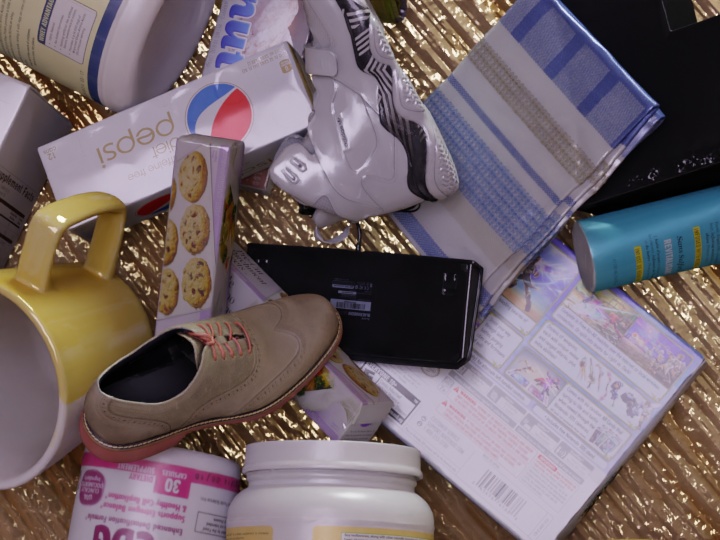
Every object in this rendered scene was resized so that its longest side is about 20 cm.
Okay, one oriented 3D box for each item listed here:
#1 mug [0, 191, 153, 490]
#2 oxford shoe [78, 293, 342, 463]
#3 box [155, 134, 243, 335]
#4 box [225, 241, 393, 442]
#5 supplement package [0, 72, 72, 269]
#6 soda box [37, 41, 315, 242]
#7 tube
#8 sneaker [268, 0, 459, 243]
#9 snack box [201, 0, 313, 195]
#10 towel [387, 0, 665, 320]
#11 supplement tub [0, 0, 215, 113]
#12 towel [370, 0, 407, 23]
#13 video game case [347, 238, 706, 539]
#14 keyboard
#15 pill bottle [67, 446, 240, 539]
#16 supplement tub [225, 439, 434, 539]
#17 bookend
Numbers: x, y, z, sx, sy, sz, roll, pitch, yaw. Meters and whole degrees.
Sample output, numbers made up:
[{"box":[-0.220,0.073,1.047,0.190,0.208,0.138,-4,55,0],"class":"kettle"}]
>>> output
[{"box":[-0.210,0.052,1.632,0.186,0.153,0.150,-36,83,32],"class":"mug"},{"box":[-0.094,0.062,1.565,0.200,0.075,0.071,-29,67,-24],"class":"oxford shoe"},{"box":[-0.115,0.006,1.633,0.041,0.039,0.201,10,100,12],"class":"box"},{"box":[-0.058,0.046,1.658,0.200,0.041,0.039,45,112,29],"class":"box"},{"box":[-0.316,-0.054,1.700,0.121,0.120,0.201,23,84,12],"class":"supplement package"},{"box":[-0.125,-0.092,1.686,0.199,0.064,0.068,-23,79,5],"class":"soda box"},{"box":[0.248,-0.032,1.630,0.199,0.078,0.051,-14,48,-7],"class":"tube"},{"box":[-0.024,-0.118,1.600,0.115,0.075,0.201,-28,98,5],"class":"sneaker"},{"box":[-0.075,-0.160,1.735,0.072,0.024,0.201,14,83,11],"class":"snack box"},{"box":[0.103,-0.083,1.627,0.200,0.024,0.147,-49,63,17],"class":"towel"},{"box":[-0.218,-0.216,1.702,0.199,0.145,0.145,27,85,11],"class":"supplement tub"},{"box":[-0.058,-0.238,1.661,0.199,0.144,0.023,23,80,12],"class":"towel"},{"box":[0.111,0.072,1.659,0.200,0.045,0.181,40,88,13],"class":"video game case"},{"box":[0.000,0.000,1.658,0.199,0.021,0.128,5,89,34],"class":"keyboard"},{"box":[-0.154,0.223,1.635,0.113,0.113,0.201,8,82,9],"class":"pill bottle"},{"box":[-0.022,0.222,1.601,0.145,0.145,0.201,1,80,8],"class":"supplement tub"},{"box":[0.229,-0.160,1.629,0.198,0.092,0.201,-19,78,25],"class":"bookend"}]
